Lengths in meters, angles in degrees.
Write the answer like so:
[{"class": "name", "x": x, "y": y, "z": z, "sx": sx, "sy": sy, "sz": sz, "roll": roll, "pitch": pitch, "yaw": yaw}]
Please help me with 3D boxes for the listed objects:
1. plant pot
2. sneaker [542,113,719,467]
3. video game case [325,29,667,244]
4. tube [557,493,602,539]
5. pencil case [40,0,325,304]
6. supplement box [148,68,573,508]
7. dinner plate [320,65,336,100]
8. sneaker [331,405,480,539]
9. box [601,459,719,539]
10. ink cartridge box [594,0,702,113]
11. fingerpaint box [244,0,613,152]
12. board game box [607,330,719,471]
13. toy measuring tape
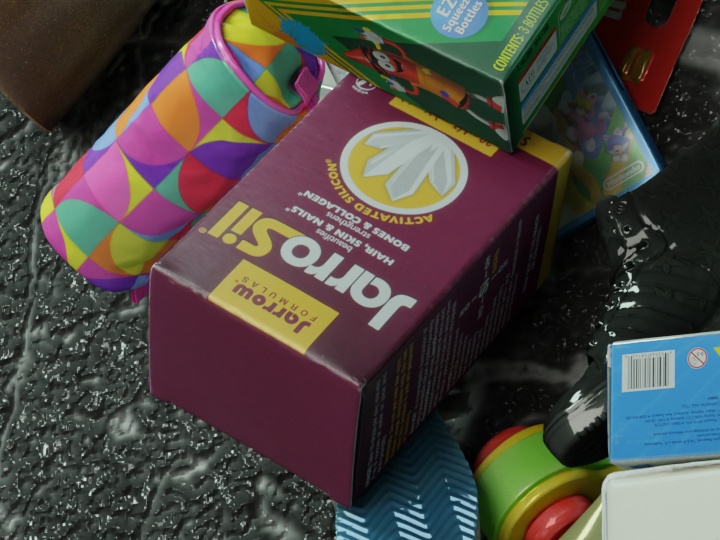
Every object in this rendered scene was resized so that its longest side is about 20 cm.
[{"class": "plant pot", "x": -0.177, "y": -0.220, "z": 1.437, "sx": 0.200, "sy": 0.187, "sz": 0.187, "roll": -40, "pitch": 57, "yaw": 1}, {"class": "sneaker", "x": 0.147, "y": 0.007, "z": 1.183, "sx": 0.199, "sy": 0.060, "sz": 0.104, "roll": -36, "pitch": 65, "yaw": -15}, {"class": "video game case", "x": 0.063, "y": -0.104, "z": 1.292, "sx": 0.143, "sy": 0.018, "sz": 0.201, "roll": -31, "pitch": 79, "yaw": 21}, {"class": "tube", "x": 0.083, "y": 0.193, "z": 1.195, "sx": 0.200, "sy": 0.058, "sz": 0.052, "roll": -42, "pitch": 57, "yaw": 14}, {"class": "pencil case", "x": -0.102, "y": -0.068, "z": 1.344, "sx": 0.200, "sy": 0.088, "sz": 0.089, "roll": -44, "pitch": 54, "yaw": 38}, {"class": "supplement box", "x": 0.000, "y": 0.000, "z": 1.197, "sx": 0.131, "sy": 0.103, "sz": 0.200, "roll": 29, "pitch": 52, "yaw": 18}, {"class": "dinner plate", "x": -0.035, "y": -0.043, "z": 1.369, "sx": 0.199, "sy": 0.024, "sz": 0.201, "roll": -11, "pitch": 68, "yaw": 29}, {"class": "sneaker", "x": 0.021, "y": 0.120, "z": 1.214, "sx": 0.076, "sy": 0.081, "sz": 0.200, "roll": -12, "pitch": 40, "yaw": 0}, {"class": "box", "x": 0.199, "y": 0.165, "z": 1.044, "sx": 0.108, "sy": 0.200, "sz": 0.129, "roll": -10, "pitch": 70, "yaw": 30}, {"class": "ink cartridge box", "x": 0.105, "y": -0.190, "z": 1.315, "sx": 0.199, "sy": 0.050, "sz": 0.162, "roll": 22, "pitch": 87, "yaw": 37}, {"class": "fingerpaint box", "x": 0.057, "y": -0.188, "z": 1.216, "sx": 0.166, "sy": 0.073, "sz": 0.200, "roll": 28, "pitch": 70, "yaw": 20}, {"class": "board game box", "x": 0.241, "y": 0.072, "z": 1.051, "sx": 0.199, "sy": 0.196, "sz": 0.056, "roll": -7, "pitch": 71, "yaw": 31}, {"class": "toy measuring tape", "x": 0.116, "y": 0.088, "z": 1.202, "sx": 0.200, "sy": 0.073, "sz": 0.074, "roll": -46, "pitch": 56, "yaw": 12}]
